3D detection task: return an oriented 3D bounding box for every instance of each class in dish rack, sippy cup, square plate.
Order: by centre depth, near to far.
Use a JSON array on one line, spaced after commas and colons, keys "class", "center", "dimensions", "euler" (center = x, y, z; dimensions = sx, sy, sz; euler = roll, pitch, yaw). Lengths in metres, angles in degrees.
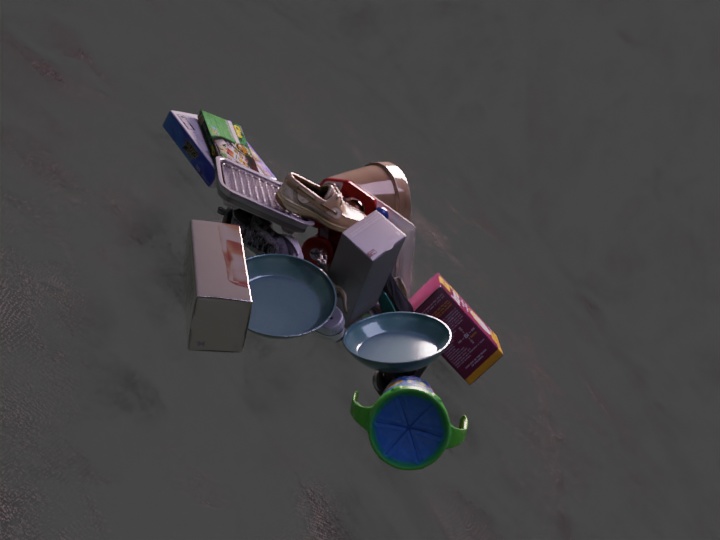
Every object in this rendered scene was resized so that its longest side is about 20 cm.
[{"class": "sippy cup", "center": [0.080, 0.239, 1.338], "dimensions": [0.178, 0.139, 0.130], "euler": [47, 9, -6]}, {"class": "dish rack", "center": [-0.188, -0.136, 1.526], "dimensions": [0.197, 0.044, 0.172], "euler": [24, 21, -24]}, {"class": "square plate", "center": [0.036, -0.053, 1.706], "dimensions": [0.028, 0.203, 0.197], "euler": [-25, 46, -31]}]

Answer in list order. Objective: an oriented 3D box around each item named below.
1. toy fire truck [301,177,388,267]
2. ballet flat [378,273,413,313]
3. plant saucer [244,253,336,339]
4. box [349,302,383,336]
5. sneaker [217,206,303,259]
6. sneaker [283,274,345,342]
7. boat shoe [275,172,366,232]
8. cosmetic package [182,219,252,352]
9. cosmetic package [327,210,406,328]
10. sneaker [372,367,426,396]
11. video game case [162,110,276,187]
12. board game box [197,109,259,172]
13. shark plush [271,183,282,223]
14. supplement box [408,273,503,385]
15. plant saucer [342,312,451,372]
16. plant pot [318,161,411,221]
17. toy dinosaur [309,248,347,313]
[{"class": "toy fire truck", "center": [-0.026, -0.082, 1.645], "dimensions": [0.164, 0.205, 0.112], "euler": [8, 14, 12]}, {"class": "ballet flat", "center": [0.047, 0.019, 1.606], "dimensions": [0.202, 0.072, 0.073], "euler": [60, 19, -10]}, {"class": "plant saucer", "center": [-0.138, 0.050, 1.358], "dimensions": [0.195, 0.036, 0.202], "euler": [7, 40, -6]}, {"class": "box", "center": [0.038, 0.097, 1.652], "dimensions": [0.198, 0.036, 0.145], "euler": [13, 35, -52]}, {"class": "sneaker", "center": [-0.194, -0.055, 1.502], "dimensions": [0.113, 0.076, 0.200], "euler": [10, 28, -49]}, {"class": "sneaker", "center": [-0.109, 0.066, 1.436], "dimensions": [0.199, 0.071, 0.073], "euler": [36, 63, 26]}, {"class": "boat shoe", "center": [-0.063, -0.128, 1.521], "dimensions": [0.197, 0.066, 0.073], "euler": [19, 27, -30]}, {"class": "cosmetic package", "center": [-0.223, 0.021, 1.245], "dimensions": [0.085, 0.105, 0.202], "euler": [6, 36, -18]}, {"class": "cosmetic package", "center": [0.000, 0.000, 1.501], "dimensions": [0.090, 0.202, 0.106], "euler": [38, 46, 19]}, {"class": "sneaker", "center": [0.084, 0.178, 1.501], "dimensions": [0.075, 0.088, 0.200], "euler": [40, 22, 1]}, {"class": "video game case", "center": [-0.300, -0.251, 1.727], "dimensions": [0.180, 0.046, 0.201], "euler": [-2, 47, -54]}, {"class": "board game box", "center": [-0.274, -0.256, 1.690], "dimensions": [0.103, 0.024, 0.202], "euler": [15, 35, -37]}, {"class": "shark plush", "center": [-0.189, -0.132, 1.673], "dimensions": [0.199, 0.089, 0.085], "euler": [-15, 87, -70]}, {"class": "supplement box", "center": [0.198, 0.122, 1.723], "dimensions": [0.200, 0.103, 0.131], "euler": [46, 12, -7]}, {"class": "plant saucer", "center": [0.066, 0.134, 1.461], "dimensions": [0.195, 0.037, 0.201], "euler": [-4, 22, 1]}, {"class": "plant pot", "center": [-0.007, -0.151, 1.880], "dimensions": [0.171, 0.202, 0.201], "euler": [-4, 45, -37]}, {"class": "toy dinosaur", "center": [-0.069, 0.013, 1.463], "dimensions": [0.047, 0.090, 0.199], "euler": [-14, 16, -27]}]
